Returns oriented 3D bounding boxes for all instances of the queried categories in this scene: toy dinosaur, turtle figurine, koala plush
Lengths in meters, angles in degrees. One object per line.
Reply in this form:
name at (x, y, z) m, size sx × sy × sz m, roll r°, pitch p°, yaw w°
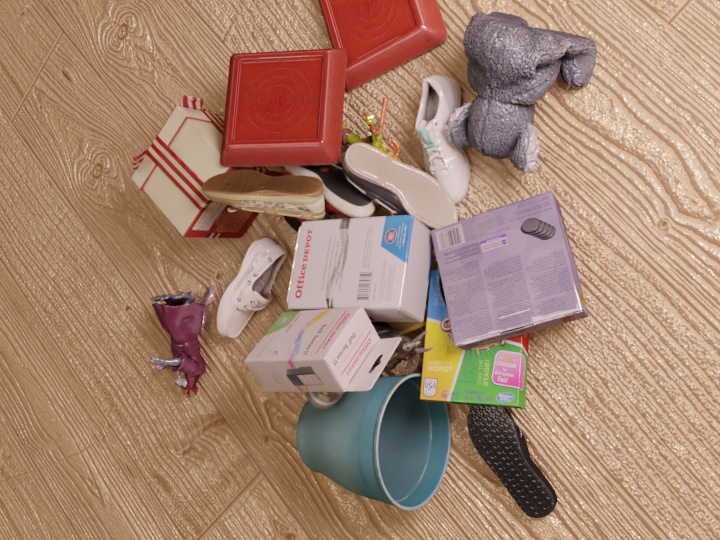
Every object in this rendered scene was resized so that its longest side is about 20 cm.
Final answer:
toy dinosaur at (0.028, 0.117, 1.249) m, size 0.200 × 0.102 × 0.077 m, roll -147°, pitch 44°, yaw -64°
turtle figurine at (0.006, -0.200, 1.311) m, size 0.161 × 0.064 × 0.200 m, roll 25°, pitch 133°, yaw 34°
koala plush at (0.206, -0.249, 1.150) m, size 0.177 × 0.184 × 0.200 m, roll 28°, pitch 117°, yaw 27°

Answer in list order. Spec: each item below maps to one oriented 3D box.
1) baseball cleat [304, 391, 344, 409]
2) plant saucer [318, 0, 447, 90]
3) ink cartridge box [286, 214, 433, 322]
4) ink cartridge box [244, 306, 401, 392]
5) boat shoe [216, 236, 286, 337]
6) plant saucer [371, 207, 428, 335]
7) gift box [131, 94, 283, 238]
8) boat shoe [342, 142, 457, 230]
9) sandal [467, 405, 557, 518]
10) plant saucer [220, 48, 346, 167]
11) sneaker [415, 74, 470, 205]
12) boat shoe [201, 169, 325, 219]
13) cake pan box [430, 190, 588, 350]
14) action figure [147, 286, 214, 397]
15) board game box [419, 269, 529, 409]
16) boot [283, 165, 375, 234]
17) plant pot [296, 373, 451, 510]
baseball cleat at (-0.067, 0.165, 1.272) m, size 0.070 × 0.200 × 0.107 m, roll 26°, pitch 119°, yaw -13°
plant saucer at (0.021, -0.423, 1.309) m, size 0.199 × 0.037 × 0.200 m, roll -20°, pitch 82°, yaw 30°
ink cartridge box at (0.000, 0.000, 1.240) m, size 0.200 × 0.084 × 0.145 m, roll -1°, pitch 72°, yaw 31°
ink cartridge box at (-0.054, 0.113, 1.167) m, size 0.200 × 0.117 × 0.067 m, roll -6°, pitch 124°, yaw 38°
boat shoe at (-0.191, 0.041, 1.438) m, size 0.069 × 0.071 × 0.200 m, roll 33°, pitch 106°, yaw 27°
plant saucer at (0.011, 0.023, 1.332) m, size 0.200 × 0.048 × 0.200 m, roll -24°, pitch 79°, yaw 29°
gift box at (-0.274, -0.181, 1.411) m, size 0.187 × 0.200 × 0.185 m, roll 47°, pitch 108°, yaw 22°
boat shoe at (0.058, -0.122, 1.243) m, size 0.200 × 0.063 × 0.073 m, roll 33°, pitch 68°, yaw -5°
sandal at (0.226, 0.276, 1.222) m, size 0.075 × 0.048 × 0.201 m, roll -30°, pitch 90°, yaw 27°
plant saucer at (-0.127, -0.266, 1.289) m, size 0.199 × 0.037 × 0.200 m, roll 0°, pitch 76°, yaw 11°
sneaker at (0.115, -0.197, 1.239) m, size 0.075 × 0.088 × 0.200 m, roll -4°, pitch 94°, yaw 30°
boat shoe at (-0.153, -0.112, 1.274) m, size 0.200 × 0.073 × 0.063 m, roll 7°, pitch 131°, yaw 16°
cake pan box at (0.207, 0.004, 1.166) m, size 0.200 × 0.052 × 0.184 m, roll -19°, pitch 67°, yaw 20°
action figure at (-0.326, 0.138, 1.527) m, size 0.149 × 0.134 × 0.200 m, roll -16°, pitch 98°, yaw -12°
board game box at (0.173, 0.099, 1.208) m, size 0.153 × 0.040 × 0.200 m, roll -1°, pitch 76°, yaw 26°
boot at (-0.055, -0.096, 1.335) m, size 0.200 × 0.072 × 0.144 m, roll 35°, pitch 133°, yaw 36°
plant pot at (0.010, 0.259, 1.266) m, size 0.188 × 0.200 × 0.200 m, roll -4°, pitch 90°, yaw 38°
